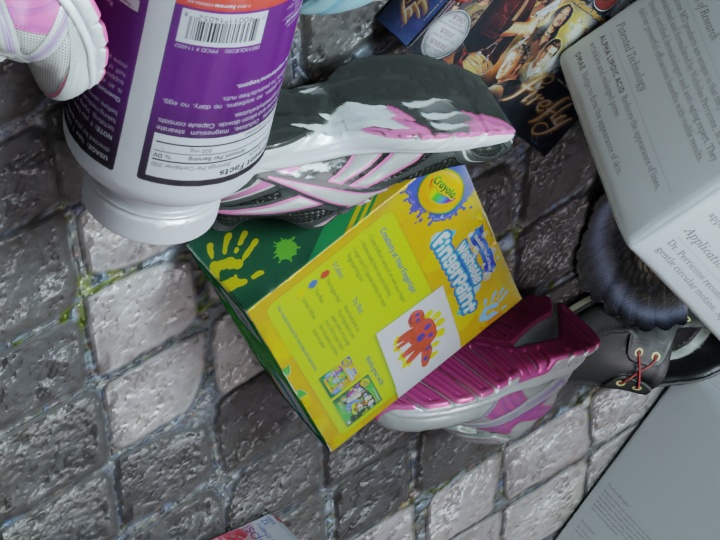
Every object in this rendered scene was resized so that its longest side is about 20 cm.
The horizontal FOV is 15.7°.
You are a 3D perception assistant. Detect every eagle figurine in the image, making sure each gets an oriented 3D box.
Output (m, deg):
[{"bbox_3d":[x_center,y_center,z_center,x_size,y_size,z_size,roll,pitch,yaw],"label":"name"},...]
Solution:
[{"bbox_3d":[0.240,-0.045,1.846,0.152,0.151,0.200,10,167,-6],"label":"eagle figurine"}]

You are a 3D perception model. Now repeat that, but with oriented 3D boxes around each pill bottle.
[{"bbox_3d":[-0.095,-0.114,1.382,0.112,0.112,0.200,-18,140,-35],"label":"pill bottle"}]

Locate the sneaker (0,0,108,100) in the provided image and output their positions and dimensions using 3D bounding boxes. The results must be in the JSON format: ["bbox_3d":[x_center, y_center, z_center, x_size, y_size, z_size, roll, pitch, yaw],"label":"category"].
[{"bbox_3d":[-0.194,-0.145,1.279,0.088,0.081,0.200,-37,141,-4],"label":"sneaker"}]

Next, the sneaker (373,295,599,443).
[{"bbox_3d":[0.079,0.086,1.817,0.200,0.081,0.088,-11,134,-39],"label":"sneaker"}]

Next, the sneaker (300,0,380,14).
[{"bbox_3d":[-0.006,-0.212,1.404,0.082,0.074,0.200,-28,143,-28],"label":"sneaker"}]

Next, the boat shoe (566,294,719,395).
[{"bbox_3d":[0.208,0.056,1.958,0.201,0.063,0.074,-6,135,-42],"label":"boat shoe"}]

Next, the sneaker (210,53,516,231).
[{"bbox_3d":[-0.011,-0.069,1.536,0.200,0.080,0.086,-4,134,-11],"label":"sneaker"}]

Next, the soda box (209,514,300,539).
[{"bbox_3d":[-0.084,0.270,1.880,0.070,0.063,0.200,-22,141,-32],"label":"soda box"}]

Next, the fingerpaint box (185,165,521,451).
[{"bbox_3d":[0.000,0.000,1.653,0.167,0.073,0.200,-39,148,-6],"label":"fingerpaint box"}]

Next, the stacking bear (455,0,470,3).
[{"bbox_3d":[0.087,-0.243,1.443,0.114,0.121,0.200,-18,149,-47],"label":"stacking bear"}]

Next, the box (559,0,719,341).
[{"bbox_3d":[0.245,-0.055,1.602,0.131,0.200,0.199,-34,127,17],"label":"box"}]

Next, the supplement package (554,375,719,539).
[{"bbox_3d":[0.307,0.212,2.121,0.147,0.191,0.200,8,123,-52],"label":"supplement package"}]

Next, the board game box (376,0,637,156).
[{"bbox_3d":[0.109,-0.162,1.623,0.136,0.035,0.200,-48,147,7],"label":"board game box"}]
